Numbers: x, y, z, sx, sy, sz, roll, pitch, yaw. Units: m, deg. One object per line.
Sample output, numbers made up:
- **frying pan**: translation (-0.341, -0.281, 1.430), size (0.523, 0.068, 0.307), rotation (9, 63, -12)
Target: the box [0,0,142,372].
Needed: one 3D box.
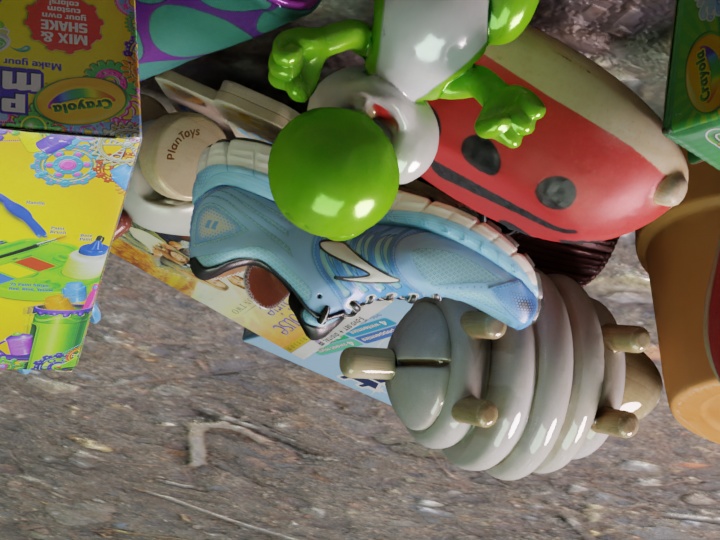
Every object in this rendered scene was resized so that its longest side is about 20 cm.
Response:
- **box**: translation (-0.215, -0.058, 0.931), size (0.199, 0.122, 0.193), rotation (5, 145, -16)

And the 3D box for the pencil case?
- **pencil case**: translation (-0.100, -0.144, 0.992), size (0.200, 0.085, 0.093), rotation (-16, 110, 47)

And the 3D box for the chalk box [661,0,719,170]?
- **chalk box**: translation (0.219, -0.103, 0.914), size (0.124, 0.125, 0.200), rotation (27, 151, -36)

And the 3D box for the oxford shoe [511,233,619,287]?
- **oxford shoe**: translation (0.099, -0.014, 1.252), size (0.070, 0.075, 0.200), rotation (18, 135, -21)

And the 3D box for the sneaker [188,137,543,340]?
- **sneaker**: translation (0.000, 0.000, 1.089), size (0.199, 0.090, 0.078), rotation (17, 171, 1)

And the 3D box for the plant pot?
- **plant pot**: translation (0.253, 0.022, 1.179), size (0.199, 0.141, 0.200), rotation (9, 157, 4)

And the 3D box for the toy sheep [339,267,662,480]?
- **toy sheep**: translation (0.084, 0.058, 1.178), size (0.199, 0.138, 0.138), rotation (11, 158, -21)

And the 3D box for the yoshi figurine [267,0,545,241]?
- **yoshi figurine**: translation (0.018, -0.090, 0.927), size (0.112, 0.112, 0.200), rotation (3, 126, -42)

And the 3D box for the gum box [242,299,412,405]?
- **gum box**: translation (0.046, 0.051, 1.452), size (0.200, 0.045, 0.170), rotation (26, 152, -35)

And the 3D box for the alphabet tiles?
- **alphabet tiles**: translation (-0.024, -0.057, 1.160), size (0.195, 0.015, 0.200), rotation (25, 172, 10)

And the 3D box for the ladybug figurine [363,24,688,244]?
- **ladybug figurine**: translation (0.076, -0.070, 1.026), size (0.200, 0.072, 0.136), rotation (28, 163, 36)

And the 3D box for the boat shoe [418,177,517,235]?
- **boat shoe**: translation (0.069, -0.052, 1.170), size (0.072, 0.068, 0.200), rotation (25, 158, -34)

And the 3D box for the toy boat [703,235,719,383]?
- **toy boat**: translation (0.255, -0.004, 1.022), size (0.130, 0.201, 0.131), rotation (11, -174, -7)

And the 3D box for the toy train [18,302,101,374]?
- **toy train**: translation (-0.239, -0.016, 1.323), size (0.114, 0.087, 0.200), rotation (44, 161, 28)

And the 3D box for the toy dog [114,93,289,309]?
- **toy dog**: translation (-0.082, -0.019, 1.181), size (0.200, 0.097, 0.132), rotation (33, 174, -9)

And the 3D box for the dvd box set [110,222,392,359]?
- **dvd box set**: translation (-0.088, -0.017, 1.307), size (0.200, 0.029, 0.146), rotation (30, 153, -15)
